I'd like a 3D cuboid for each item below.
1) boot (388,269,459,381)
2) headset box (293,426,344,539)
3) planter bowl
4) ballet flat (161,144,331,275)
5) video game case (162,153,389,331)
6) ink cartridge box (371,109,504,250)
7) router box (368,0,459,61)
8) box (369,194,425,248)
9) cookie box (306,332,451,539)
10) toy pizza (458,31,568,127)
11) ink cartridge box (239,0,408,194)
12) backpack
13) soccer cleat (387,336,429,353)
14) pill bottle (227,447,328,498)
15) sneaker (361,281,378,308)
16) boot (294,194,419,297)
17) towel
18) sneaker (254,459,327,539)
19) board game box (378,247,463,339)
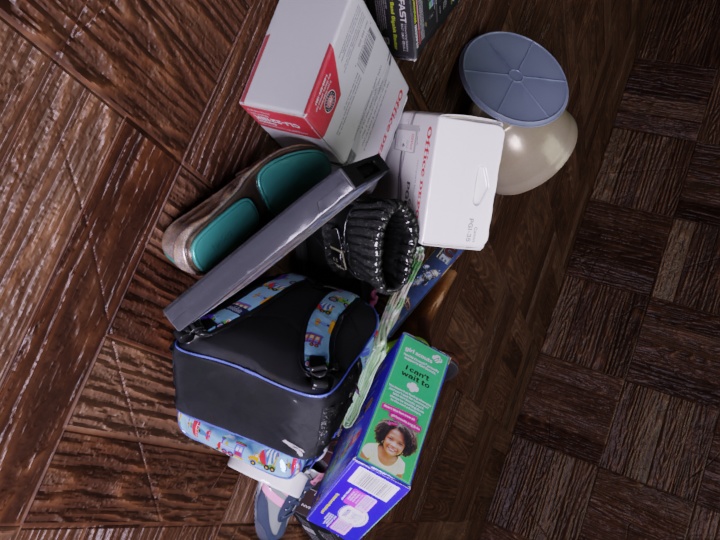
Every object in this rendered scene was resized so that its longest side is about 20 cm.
[{"bbox_3d":[0.115,0.084,1.149,0.069,0.187,0.201,47,58,-23],"label":"boot"},{"bbox_3d":[-0.019,0.329,1.132,0.201,0.074,0.149,-59,151,-30],"label":"headset box"},{"bbox_3d":[0.275,-0.260,1.294,0.135,0.199,0.202,41,64,-34],"label":"planter bowl"},{"bbox_3d":[-0.112,-0.068,0.685,0.200,0.067,0.069,-39,125,-37],"label":"ballet flat"},{"bbox_3d":[-0.068,-0.033,0.654,0.199,0.026,0.181,-37,-177,16],"label":"video game case"},{"bbox_3d":[0.084,-0.118,0.863,0.200,0.082,0.148,-142,-123,-69],"label":"ink cartridge box"},{"bbox_3d":[0.064,-0.389,0.876,0.150,0.062,0.201,-58,151,-34],"label":"router box"},{"bbox_3d":[0.068,-0.094,1.101,0.138,0.037,0.200,-69,156,-10],"label":"box"},{"bbox_3d":[0.024,0.205,0.878,0.172,0.075,0.201,-60,-177,44],"label":"cookie box"},{"bbox_3d":[0.258,-0.321,1.204,0.201,0.199,0.032,-59,178,-28],"label":"toy pizza"},{"bbox_3d":[-0.029,-0.191,0.773,0.200,0.083,0.146,39,68,-64],"label":"ink cartridge box"},{"bbox_3d":[-0.078,0.091,0.741,0.200,0.181,0.136,-48,150,-58],"label":"backpack"},{"bbox_3d":[0.018,0.163,1.049,0.199,0.068,0.081,-36,166,3],"label":"soccer cleat"},{"bbox_3d":[-0.076,0.159,0.857,0.202,0.112,0.113,-66,155,-17],"label":"pill bottle"},{"bbox_3d":[-0.020,0.041,0.978,0.095,0.079,0.202,12,93,-45],"label":"sneaker"},{"bbox_3d":[-0.002,0.001,0.835,0.079,0.157,0.213,-38,132,-33],"label":"boot"},{"bbox_3d":[0.031,0.077,0.884,0.201,0.023,0.153,-66,176,-48],"label":"towel"},{"bbox_3d":[-0.087,0.280,0.945,0.070,0.081,0.202,-16,120,-64],"label":"sneaker"},{"bbox_3d":[0.085,0.030,1.089,0.200,0.035,0.136,-48,176,-16],"label":"board game box"}]
